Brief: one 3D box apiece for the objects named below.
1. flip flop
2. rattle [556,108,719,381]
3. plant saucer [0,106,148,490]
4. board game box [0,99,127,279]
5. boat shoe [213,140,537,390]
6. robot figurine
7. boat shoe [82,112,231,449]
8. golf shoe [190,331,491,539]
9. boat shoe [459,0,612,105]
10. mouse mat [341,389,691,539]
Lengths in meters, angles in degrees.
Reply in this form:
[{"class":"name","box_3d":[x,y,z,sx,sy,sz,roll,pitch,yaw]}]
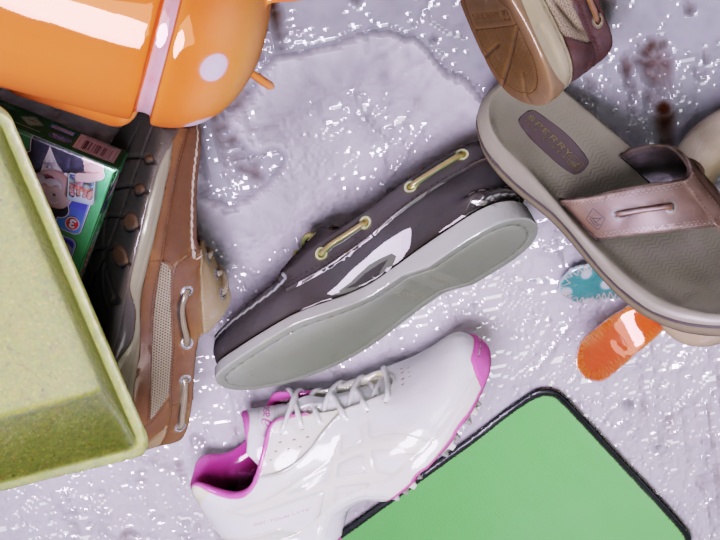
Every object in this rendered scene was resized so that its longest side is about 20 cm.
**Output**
[{"class":"flip flop","box_3d":[0.144,-0.041,0.993,0.081,0.200,0.058,-36,158,-30]},{"class":"rattle","box_3d":[0.221,-0.016,1.085,0.130,0.143,0.200,45,127,10]},{"class":"plant saucer","box_3d":[-0.228,0.022,0.997,0.199,0.048,0.201,-15,111,15]},{"class":"board game box","box_3d":[-0.238,-0.039,1.016,0.199,0.029,0.135,22,115,-4]},{"class":"boat shoe","box_3d":[0.000,0.000,1.061,0.201,0.061,0.072,-29,155,15]},{"class":"robot figurine","box_3d":[-0.130,-0.137,0.939,0.199,0.117,0.144,14,103,-8]},{"class":"boat shoe","box_3d":[-0.112,0.009,1.054,0.074,0.076,0.201,2,114,-30]},{"class":"golf shoe","box_3d":[-0.014,0.096,1.102,0.200,0.075,0.091,-42,110,16]},{"class":"boat shoe","box_3d":[0.076,-0.187,0.970,0.072,0.072,0.201,-32,108,-22]},{"class":"mouse mat","box_3d":[0.085,0.175,1.189,0.200,0.008,0.161,-37,115,14]}]
